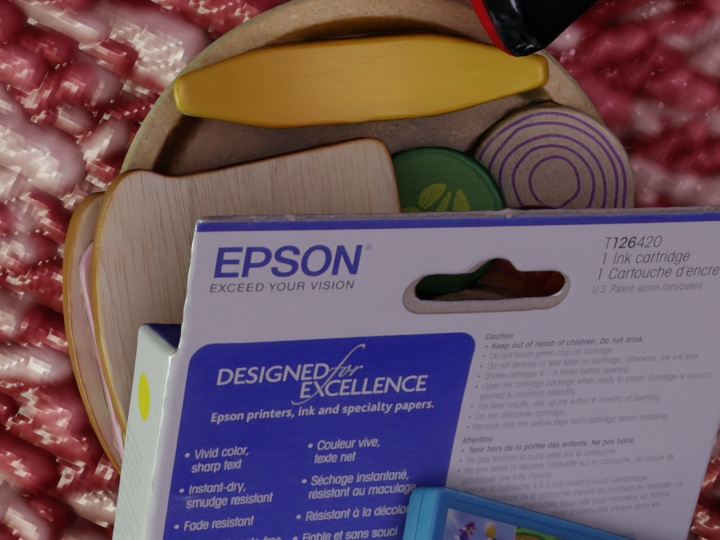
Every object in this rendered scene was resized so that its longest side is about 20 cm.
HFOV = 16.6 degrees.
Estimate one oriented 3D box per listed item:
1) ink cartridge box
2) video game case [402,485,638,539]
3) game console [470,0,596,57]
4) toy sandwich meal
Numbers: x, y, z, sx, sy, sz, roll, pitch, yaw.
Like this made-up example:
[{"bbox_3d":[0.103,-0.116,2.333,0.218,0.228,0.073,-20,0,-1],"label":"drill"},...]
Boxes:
[{"bbox_3d":[0.020,0.060,0.788,0.196,0.047,0.201,-1,118,-23],"label":"ink cartridge box"},{"bbox_3d":[0.057,0.181,0.774,0.142,0.018,0.202,18,77,-33],"label":"video game case"},{"bbox_3d":[0.075,-0.193,0.791,0.118,0.172,0.201,-20,99,23],"label":"game console"},{"bbox_3d":[0.000,0.000,0.824,0.203,0.070,0.207,-1,97,-7],"label":"toy sandwich meal"}]
